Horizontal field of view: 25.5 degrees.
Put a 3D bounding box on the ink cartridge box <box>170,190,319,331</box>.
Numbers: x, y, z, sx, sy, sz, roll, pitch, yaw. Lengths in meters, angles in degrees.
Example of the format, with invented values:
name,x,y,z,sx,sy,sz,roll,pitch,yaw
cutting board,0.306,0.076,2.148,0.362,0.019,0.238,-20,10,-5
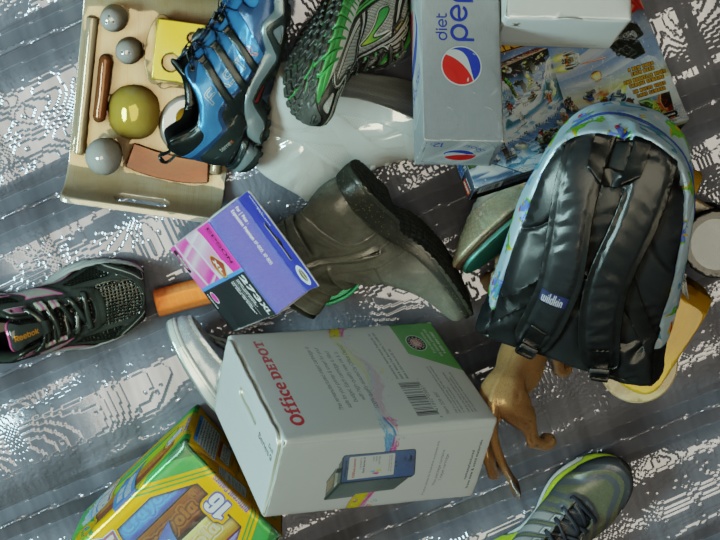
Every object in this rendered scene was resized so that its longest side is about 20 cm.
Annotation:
name,x,y,z,sx,sy,sz,roll,pitch,yaw
ink cartridge box,-0.099,-0.004,1.328,0.037,0.200,0.095,-38,95,-21

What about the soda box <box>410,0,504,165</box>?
name,x,y,z,sx,sy,sz,roll,pitch,yaw
soda box,0.077,-0.190,1.303,0.067,0.063,0.203,0,76,-6

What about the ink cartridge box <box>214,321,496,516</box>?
name,x,y,z,sx,sy,sz,roll,pitch,yaw
ink cartridge box,-0.008,0.122,1.350,0.198,0.146,0.088,-1,124,-26

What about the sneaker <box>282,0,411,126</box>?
name,x,y,z,sx,sy,sz,roll,pitch,yaw
sneaker,0.002,-0.193,1.325,0.085,0.078,0.201,38,56,-16

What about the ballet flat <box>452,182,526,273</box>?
name,x,y,z,sx,sy,sz,roll,pitch,yaw
ballet flat,0.149,-0.080,1.412,0.199,0.067,0.063,-39,73,2

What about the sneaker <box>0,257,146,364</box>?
name,x,y,z,sx,sy,sz,roll,pitch,yaw
sneaker,-0.282,0.049,1.407,0.198,0.086,0.081,-17,103,2

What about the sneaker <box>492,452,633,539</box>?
name,x,y,z,sx,sy,sz,roll,pitch,yaw
sneaker,0.177,0.251,1.461,0.074,0.081,0.200,41,98,-9

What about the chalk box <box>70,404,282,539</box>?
name,x,y,z,sx,sy,sz,roll,pitch,yaw
chalk box,-0.180,0.243,1.430,0.200,0.125,0.124,-43,100,6

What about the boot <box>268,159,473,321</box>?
name,x,y,z,sx,sy,sz,roll,pitch,yaw
boot,0.000,0.000,1.402,0.130,0.068,0.200,-36,123,16

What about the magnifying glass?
name,x,y,z,sx,sy,sz,roll,pitch,yaw
magnifying glass,-0.089,0.005,1.437,0.198,0.022,0.081,-15,102,0

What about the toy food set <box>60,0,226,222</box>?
name,x,y,z,sx,sy,sz,roll,pitch,yaw
toy food set,-0.181,-0.150,1.381,0.142,0.060,0.203,8,102,-3

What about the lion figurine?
name,x,y,z,sx,sy,sz,roll,pitch,yaw
lion figurine,0.137,0.085,1.392,0.072,0.201,0.123,-6,134,19

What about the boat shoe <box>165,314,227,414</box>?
name,x,y,z,sx,sy,sz,roll,pitch,yaw
boat shoe,-0.097,0.110,1.434,0.065,0.074,0.202,-40,104,1

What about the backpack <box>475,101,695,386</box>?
name,x,y,z,sx,sy,sz,roll,pitch,yaw
backpack,0.193,-0.034,1.277,0.161,0.154,0.202,15,129,14

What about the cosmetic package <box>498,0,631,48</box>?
name,x,y,z,sx,sy,sz,roll,pitch,yaw
cosmetic package,0.164,-0.292,1.317,0.106,0.085,0.203,3,83,-4

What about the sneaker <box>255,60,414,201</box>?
name,x,y,z,sx,sy,sz,roll,pitch,yaw
sneaker,0.005,-0.107,1.398,0.198,0.074,0.116,12,123,-16

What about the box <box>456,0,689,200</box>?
name,x,y,z,sx,sy,sz,roll,pitch,yaw
box,0.162,-0.156,1.356,0.198,0.040,0.138,-17,79,-9

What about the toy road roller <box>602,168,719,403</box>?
name,x,y,z,sx,sy,sz,roll,pitch,yaw
toy road roller,0.240,-0.001,1.394,0.145,0.123,0.202,29,99,4

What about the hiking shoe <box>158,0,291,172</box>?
name,x,y,z,sx,sy,sz,roll,pitch,yaw
hiking shoe,-0.112,-0.182,1.326,0.086,0.074,0.203,5,101,-22
